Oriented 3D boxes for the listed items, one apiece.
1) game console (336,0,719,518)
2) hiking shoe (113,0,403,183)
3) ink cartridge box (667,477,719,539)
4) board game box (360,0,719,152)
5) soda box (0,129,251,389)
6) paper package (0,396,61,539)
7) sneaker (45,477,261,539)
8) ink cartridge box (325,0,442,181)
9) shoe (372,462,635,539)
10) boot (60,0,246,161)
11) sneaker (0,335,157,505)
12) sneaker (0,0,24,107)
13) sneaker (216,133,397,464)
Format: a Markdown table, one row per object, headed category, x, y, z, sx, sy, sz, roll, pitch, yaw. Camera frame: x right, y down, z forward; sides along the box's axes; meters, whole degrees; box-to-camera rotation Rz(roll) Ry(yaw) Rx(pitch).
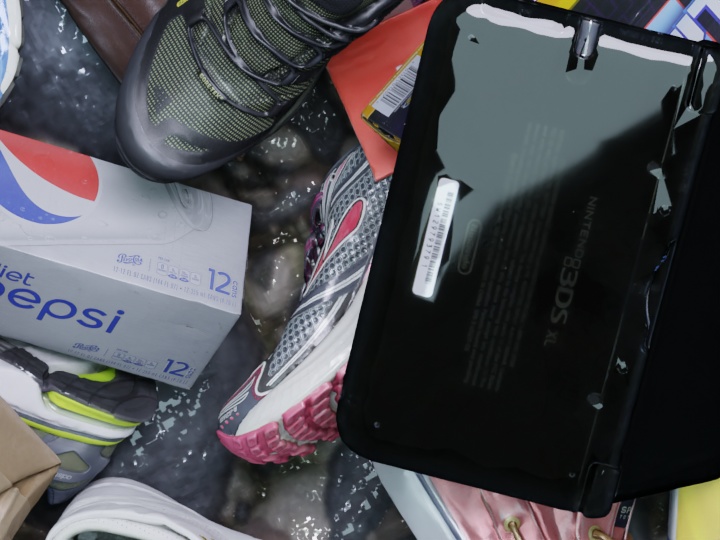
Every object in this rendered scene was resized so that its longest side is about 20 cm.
| category | x | y | z | sx | sy | sz | roll | pitch | yaw |
| --- | --- | --- | --- | --- | --- | --- | --- | --- | --- |
| game console | 0.098 | -0.011 | 1.173 | 0.175 | 0.116 | 0.200 | 14 | 104 | 3 |
| hiking shoe | -0.029 | -0.115 | 1.150 | 0.076 | 0.101 | 0.200 | 45 | 93 | 0 |
| ink cartridge box | 0.238 | 0.100 | 1.261 | 0.199 | 0.047 | 0.198 | 2 | 94 | 7 |
| board game box | 0.124 | -0.084 | 1.200 | 0.165 | 0.057 | 0.200 | 42 | 88 | -29 |
| soda box | -0.152 | -0.015 | 1.232 | 0.200 | 0.068 | 0.064 | 16 | 52 | -16 |
| paper package | -0.262 | 0.069 | 1.173 | 0.200 | 0.191 | 0.104 | -2 | 52 | 35 |
| sneaker | -0.049 | 0.155 | 1.253 | 0.200 | 0.116 | 0.074 | 20 | 94 | 2 |
| ink cartridge box | 0.011 | -0.153 | 1.229 | 0.109 | 0.050 | 0.200 | -25 | 75 | 2 |
| shoe | 0.096 | 0.135 | 1.259 | 0.091 | 0.071 | 0.200 | -35 | 86 | 13 |
| boot | -0.084 | -0.152 | 1.222 | 0.064 | 0.186 | 0.200 | -36 | 87 | -35 |
| sneaker | -0.196 | 0.053 | 1.260 | 0.200 | 0.074 | 0.081 | 22 | 116 | -14 |
| sneaker | -0.220 | -0.147 | 1.249 | 0.089 | 0.079 | 0.200 | -24 | 85 | -33 |
| sneaker | 0.000 | 0.000 | 1.258 | 0.075 | 0.081 | 0.200 | 34 | 80 | 15 |
